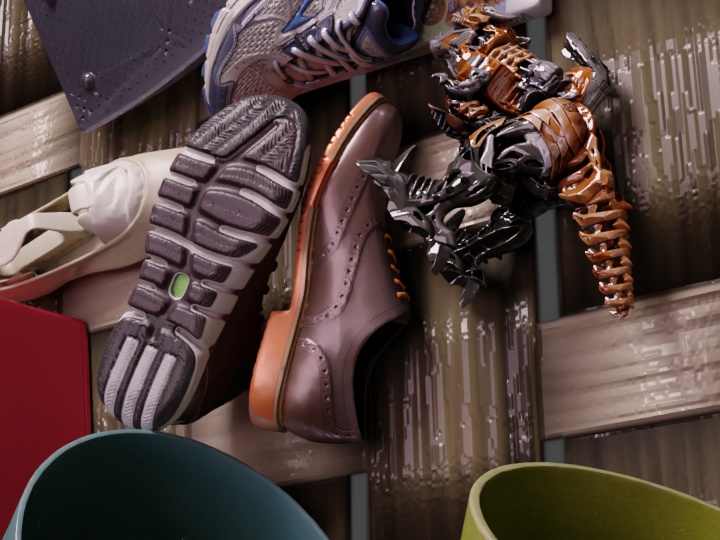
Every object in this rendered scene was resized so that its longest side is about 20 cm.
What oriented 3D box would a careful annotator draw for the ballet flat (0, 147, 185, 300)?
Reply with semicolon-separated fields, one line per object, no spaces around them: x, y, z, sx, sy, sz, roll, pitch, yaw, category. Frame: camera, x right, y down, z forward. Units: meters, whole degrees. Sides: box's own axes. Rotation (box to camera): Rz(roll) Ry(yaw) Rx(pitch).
-0.182;-0.030;1.008;0.199;0.069;0.070;-26;61;29;ballet flat

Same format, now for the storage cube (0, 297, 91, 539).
-0.294;0.115;0.977;0.170;0.179;0.201;-20;65;32;storage cube

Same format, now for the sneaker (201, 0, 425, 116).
-0.013;-0.148;0.883;0.200;0.077;0.085;-47;57;18;sneaker

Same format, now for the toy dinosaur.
0.079;-0.058;0.797;0.135;0.102;0.200;-34;34;6;toy dinosaur

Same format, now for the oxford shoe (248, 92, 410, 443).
0.000;0.000;0.865;0.072;0.071;0.201;14;85;16;oxford shoe

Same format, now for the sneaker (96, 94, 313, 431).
-0.077;0.000;0.886;0.075;0.115;0.201;27;88;19;sneaker

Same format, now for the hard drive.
-0.136;-0.189;1.002;0.200;0.042;0.136;-31;81;37;hard drive

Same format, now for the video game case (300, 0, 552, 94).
0.024;-0.194;0.927;0.199;0.018;0.144;-13;68;36;video game case

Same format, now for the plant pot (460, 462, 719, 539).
0.104;0.213;0.647;0.187;0.186;0.201;29;108;40;plant pot

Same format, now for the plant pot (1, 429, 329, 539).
-0.121;0.211;0.804;0.161;0.200;0.201;-52;50;29;plant pot
